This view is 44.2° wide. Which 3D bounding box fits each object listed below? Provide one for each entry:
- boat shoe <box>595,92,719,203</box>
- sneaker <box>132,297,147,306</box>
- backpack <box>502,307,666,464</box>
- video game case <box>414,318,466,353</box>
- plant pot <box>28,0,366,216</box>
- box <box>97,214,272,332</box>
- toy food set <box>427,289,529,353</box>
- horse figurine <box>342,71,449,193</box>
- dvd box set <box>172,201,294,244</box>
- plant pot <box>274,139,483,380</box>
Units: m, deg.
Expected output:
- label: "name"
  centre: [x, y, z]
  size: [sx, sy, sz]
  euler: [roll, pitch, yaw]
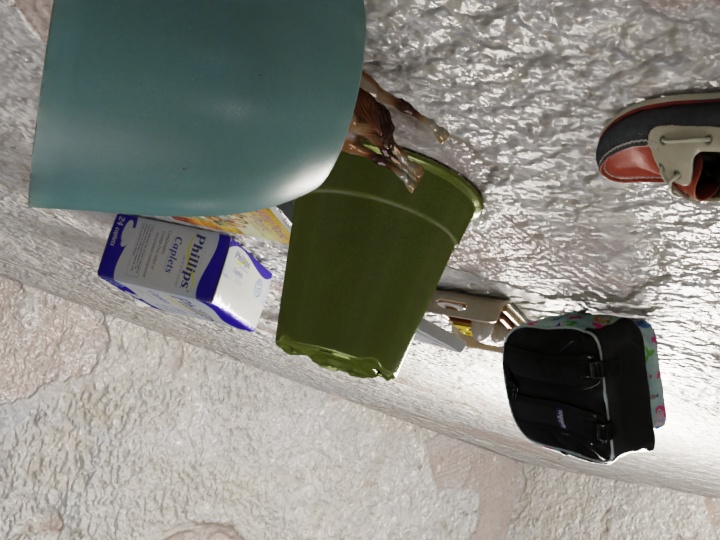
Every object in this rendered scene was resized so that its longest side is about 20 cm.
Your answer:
- label: "boat shoe"
  centre: [0.229, -0.076, 0.572]
  size: [0.071, 0.063, 0.200]
  euler: [22, 166, -30]
- label: "sneaker"
  centre: [-0.382, 0.032, 1.660]
  size: [0.099, 0.075, 0.200]
  euler: [16, 166, 8]
- label: "backpack"
  centre: [0.274, 0.139, 1.112]
  size: [0.150, 0.178, 0.200]
  euler: [-11, -176, -33]
- label: "video game case"
  centre: [0.037, 0.060, 1.285]
  size: [0.199, 0.022, 0.182]
  euler: [29, 174, -13]
- label: "plant pot"
  centre: [-0.091, -0.122, 0.508]
  size: [0.160, 0.202, 0.200]
  euler: [9, 169, -19]
- label: "box"
  centre: [-0.266, 0.007, 1.371]
  size: [0.199, 0.105, 0.184]
  euler: [11, 166, 18]
- label: "toy food set"
  centre: [0.161, 0.083, 1.269]
  size: [0.143, 0.061, 0.200]
  euler: [8, 163, 30]
- label: "horse figurine"
  centre: [-0.003, -0.114, 0.689]
  size: [0.132, 0.050, 0.200]
  euler: [34, 174, 0]
- label: "dvd box set"
  centre: [-0.164, -0.080, 1.071]
  size: [0.199, 0.030, 0.146]
  euler: [13, 166, 17]
- label: "plant pot"
  centre: [0.000, 0.000, 0.862]
  size: [0.199, 0.191, 0.200]
  euler: [16, 166, 4]
